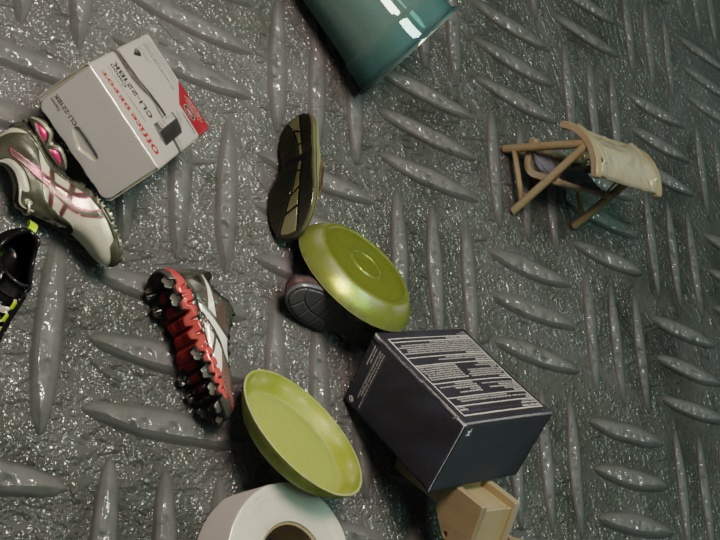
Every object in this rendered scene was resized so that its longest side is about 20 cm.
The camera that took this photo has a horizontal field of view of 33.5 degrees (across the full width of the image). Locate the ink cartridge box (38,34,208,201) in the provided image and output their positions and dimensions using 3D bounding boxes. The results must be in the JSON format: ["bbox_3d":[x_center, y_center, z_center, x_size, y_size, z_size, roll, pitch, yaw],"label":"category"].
[{"bbox_3d":[-0.280,-0.188,1.442,0.145,0.083,0.200,57,21,-12],"label":"ink cartridge box"}]

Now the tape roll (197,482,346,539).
[{"bbox_3d":[-0.104,0.363,1.450,0.201,0.070,0.205,22,58,-39],"label":"tape roll"}]

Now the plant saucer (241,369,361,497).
[{"bbox_3d":[-0.080,0.211,1.503,0.200,0.031,0.200,42,16,-15],"label":"plant saucer"}]

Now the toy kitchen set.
[{"bbox_3d":[0.142,0.375,1.705,0.162,0.180,0.202,4,110,-42],"label":"toy kitchen set"}]

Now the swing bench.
[{"bbox_3d":[0.390,-0.175,2.105,0.198,0.199,0.131,12,65,-43],"label":"swing bench"}]

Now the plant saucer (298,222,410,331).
[{"bbox_3d":[0.000,0.000,1.678,0.199,0.031,0.201,35,24,-18],"label":"plant saucer"}]

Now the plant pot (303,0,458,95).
[{"bbox_3d":[0.013,-0.410,1.828,0.197,0.200,0.200,49,44,-9],"label":"plant pot"}]

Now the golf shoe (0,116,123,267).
[{"bbox_3d":[-0.354,-0.079,1.390,0.088,0.077,0.201,-39,100,-27],"label":"golf shoe"}]

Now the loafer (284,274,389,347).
[{"bbox_3d":[-0.037,0.048,1.671,0.199,0.072,0.063,31,33,-42],"label":"loafer"}]

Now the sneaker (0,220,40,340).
[{"bbox_3d":[-0.397,0.028,1.275,0.071,0.082,0.202,34,51,-31],"label":"sneaker"}]

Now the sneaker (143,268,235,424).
[{"bbox_3d":[-0.189,0.086,1.478,0.097,0.070,0.202,-18,86,-46],"label":"sneaker"}]

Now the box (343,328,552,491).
[{"bbox_3d":[0.119,0.189,1.657,0.199,0.124,0.198,1,33,-45],"label":"box"}]

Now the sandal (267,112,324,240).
[{"bbox_3d":[-0.079,-0.131,1.689,0.057,0.079,0.203,41,46,-45],"label":"sandal"}]
